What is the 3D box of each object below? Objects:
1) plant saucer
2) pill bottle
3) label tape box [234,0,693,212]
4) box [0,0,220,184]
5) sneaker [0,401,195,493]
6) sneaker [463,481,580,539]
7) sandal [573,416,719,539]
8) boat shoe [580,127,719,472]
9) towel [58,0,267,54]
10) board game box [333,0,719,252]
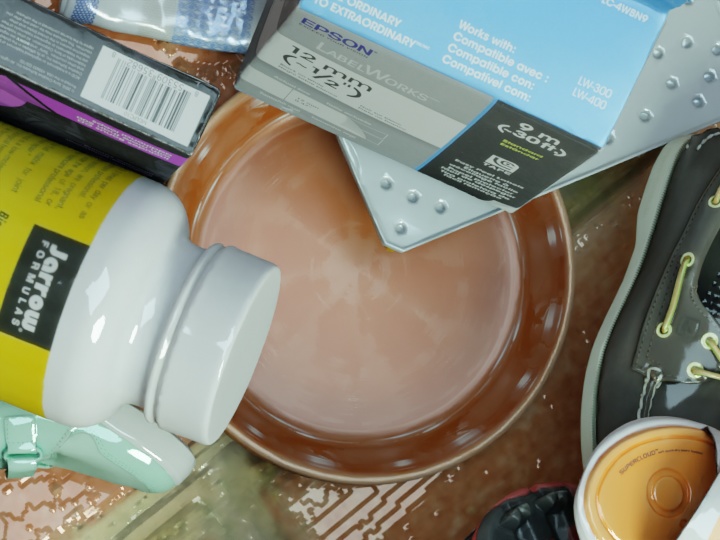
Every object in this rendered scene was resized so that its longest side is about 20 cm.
[{"bbox_3d":[0.000,0.000,1.374,0.200,0.032,0.201,1,83,-12],"label":"plant saucer"},{"bbox_3d":[-0.140,0.000,1.246,0.200,0.111,0.111,21,80,7],"label":"pill bottle"},{"bbox_3d":[0.038,-0.097,1.246,0.143,0.200,0.066,25,77,-8],"label":"label tape box"},{"bbox_3d":[-0.144,-0.077,1.266,0.143,0.200,0.036,25,81,-7],"label":"box"},{"bbox_3d":[-0.180,0.095,1.304,0.200,0.074,0.118,17,75,0],"label":"sneaker"},{"bbox_3d":[0.116,0.129,1.366,0.200,0.098,0.071,-11,73,-35],"label":"sneaker"},{"bbox_3d":[0.192,0.121,1.263,0.206,0.059,0.079,25,72,-14],"label":"sandal"},{"bbox_3d":[0.151,0.026,1.320,0.072,0.061,0.202,29,65,-35],"label":"boat shoe"},{"bbox_3d":[-0.039,-0.173,1.388,0.200,0.024,0.147,9,83,-11],"label":"towel"},{"bbox_3d":[0.060,-0.132,1.374,0.200,0.026,0.200,-22,86,-16],"label":"board game box"}]
